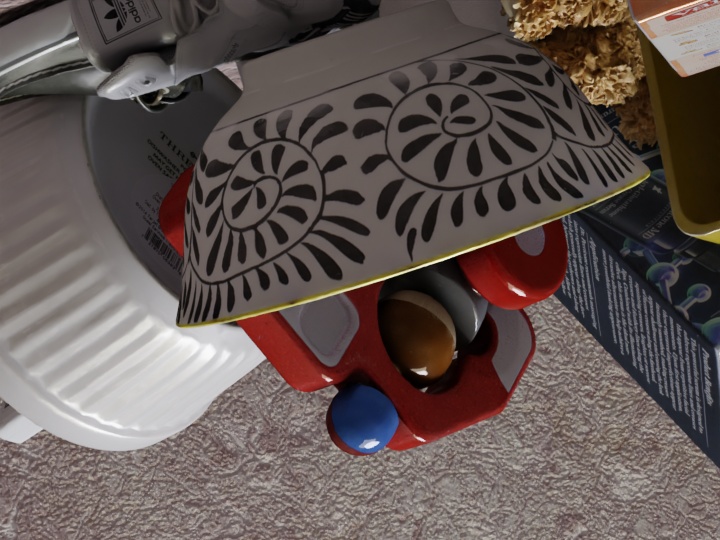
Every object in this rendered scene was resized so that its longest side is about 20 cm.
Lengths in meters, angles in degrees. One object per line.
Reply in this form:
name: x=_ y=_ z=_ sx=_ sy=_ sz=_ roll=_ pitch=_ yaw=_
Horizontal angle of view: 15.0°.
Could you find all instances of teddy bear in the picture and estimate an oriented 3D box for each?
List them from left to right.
teddy bear: x=0.137 y=-0.131 z=1.350 sx=0.067 sy=0.146 sz=0.200 roll=9 pitch=-172 yaw=41

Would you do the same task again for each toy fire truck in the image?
toy fire truck: x=0.000 y=0.000 z=1.299 sx=0.112 sy=0.200 sz=0.168 roll=-21 pitch=-155 yaw=40

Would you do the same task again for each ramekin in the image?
ramekin: x=-0.113 y=-0.021 z=1.354 sx=0.105 sy=0.201 sz=0.200 roll=-29 pitch=169 yaw=34

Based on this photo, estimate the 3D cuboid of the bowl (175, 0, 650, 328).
bowl: x=0.008 y=-0.052 z=1.097 sx=0.200 sy=0.095 sz=0.201 roll=-17 pitch=-176 yaw=1

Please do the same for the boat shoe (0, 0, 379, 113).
boat shoe: x=-0.086 y=-0.106 z=1.265 sx=0.199 sy=0.057 sz=0.069 roll=-17 pitch=176 yaw=-3

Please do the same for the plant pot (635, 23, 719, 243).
plant pot: x=0.253 y=-0.113 z=1.253 sx=0.199 sy=0.201 sz=0.176 roll=-20 pitch=157 yaw=26

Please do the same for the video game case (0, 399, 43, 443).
video game case: x=-0.148 y=-0.004 z=1.576 sx=0.023 sy=0.183 sz=0.200 roll=23 pitch=158 yaw=-17

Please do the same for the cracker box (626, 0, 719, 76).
cracker box: x=0.115 y=-0.150 z=1.002 sx=0.058 sy=0.134 sz=0.200 roll=-18 pitch=176 yaw=11

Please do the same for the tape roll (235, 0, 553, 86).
tape roll: x=0.035 y=-0.122 z=1.442 sx=0.202 sy=0.071 sz=0.202 roll=-16 pitch=175 yaw=-2

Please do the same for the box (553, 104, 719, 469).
box: x=0.187 y=-0.020 z=1.419 sx=0.148 sy=0.200 sz=0.107 roll=-31 pitch=141 yaw=-15

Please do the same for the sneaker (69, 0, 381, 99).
sneaker: x=-0.060 y=-0.117 z=1.112 sx=0.115 sy=0.075 sz=0.200 roll=-19 pitch=179 yaw=-9
